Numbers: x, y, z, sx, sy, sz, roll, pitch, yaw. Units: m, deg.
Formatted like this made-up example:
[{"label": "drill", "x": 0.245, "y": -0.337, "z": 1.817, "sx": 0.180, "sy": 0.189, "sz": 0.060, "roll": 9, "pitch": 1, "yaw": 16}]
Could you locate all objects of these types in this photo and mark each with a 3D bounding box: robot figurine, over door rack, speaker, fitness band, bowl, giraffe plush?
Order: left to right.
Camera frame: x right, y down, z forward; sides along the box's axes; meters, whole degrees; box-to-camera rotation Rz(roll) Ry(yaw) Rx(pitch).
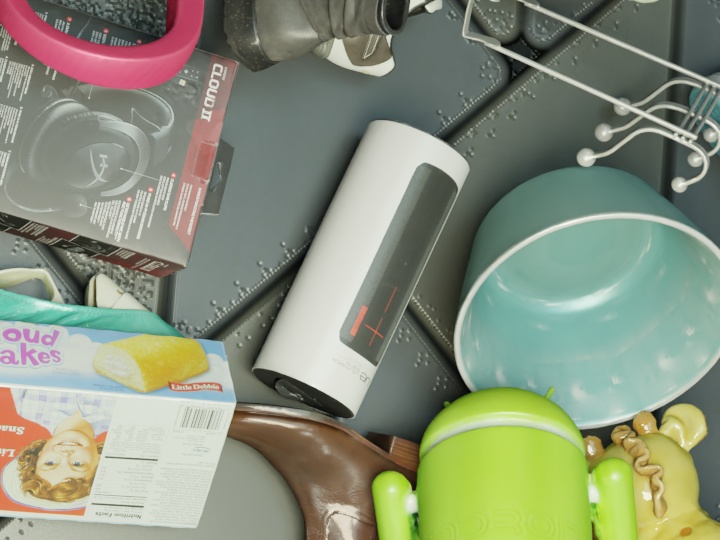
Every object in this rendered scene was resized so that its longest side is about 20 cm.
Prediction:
[{"label": "fitness band", "x": -0.174, "y": -0.195, "z": 1.679, "sx": 0.144, "sy": 0.037, "sz": 0.200, "roll": 19, "pitch": 39, "yaw": -18}, {"label": "speaker", "x": 0.000, "y": 0.000, "z": 1.753, "sx": 0.081, "sy": 0.081, "sz": 0.200, "roll": 29, "pitch": 76, "yaw": -14}, {"label": "robot figurine", "x": 0.096, "y": 0.165, "z": 1.691, "sx": 0.175, "sy": 0.116, "sz": 0.200, "roll": -6, "pitch": 53, "yaw": 7}, {"label": "bowl", "x": 0.155, "y": 0.004, "z": 1.764, "sx": 0.201, "sy": 0.201, "sz": 0.105, "roll": 9, "pitch": 40, "yaw": -18}, {"label": "over door rack", "x": 0.164, "y": -0.134, "z": 1.783, "sx": 0.200, "sy": 0.148, "sz": 0.067, "roll": 35, "pitch": 114, "yaw": 3}, {"label": "giraffe plush", "x": 0.206, "y": 0.191, "z": 1.774, "sx": 0.172, "sy": 0.200, "sz": 0.162, "roll": -14, "pitch": 62, "yaw": -35}]

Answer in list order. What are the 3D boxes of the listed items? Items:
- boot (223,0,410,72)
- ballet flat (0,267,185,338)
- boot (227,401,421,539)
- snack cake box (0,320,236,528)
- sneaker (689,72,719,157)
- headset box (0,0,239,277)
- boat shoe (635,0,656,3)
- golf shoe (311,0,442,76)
[{"label": "boot", "x": -0.025, "y": -0.235, "z": 1.724, "sx": 0.070, "sy": 0.132, "sz": 0.200, "roll": 27, "pitch": 52, "yaw": -59}, {"label": "ballet flat", "x": -0.196, "y": 0.033, "z": 1.691, "sx": 0.200, "sy": 0.067, "sz": 0.070, "roll": 7, "pitch": 68, "yaw": -20}, {"label": "boot", "x": -0.043, "y": 0.199, "z": 1.729, "sx": 0.186, "sy": 0.064, "sz": 0.200, "roll": 17, "pitch": 83, "yaw": -19}, {"label": "snack cake box", "x": -0.193, "y": 0.101, "z": 1.653, "sx": 0.200, "sy": 0.067, "sz": 0.115, "roll": 6, "pitch": 127, "yaw": -19}, {"label": "sneaker", "x": 0.349, "y": -0.089, "z": 1.883, "sx": 0.131, "sy": 0.080, "sz": 0.200, "roll": -37, "pitch": 98, "yaw": -17}, {"label": "headset box", "x": -0.181, "y": -0.089, "z": 1.700, "sx": 0.200, "sy": 0.077, "sz": 0.149, "roll": 16, "pitch": 79, "yaw": -18}, {"label": "boat shoe", "x": 0.138, "y": -0.242, "z": 1.775, "sx": 0.200, "sy": 0.062, "sz": 0.072, "roll": 15, "pitch": 106, "yaw": -32}, {"label": "golf shoe", "x": 0.028, "y": -0.230, "z": 1.792, "sx": 0.094, "sy": 0.078, "sz": 0.200, "roll": 32, "pitch": 86, "yaw": -17}]
